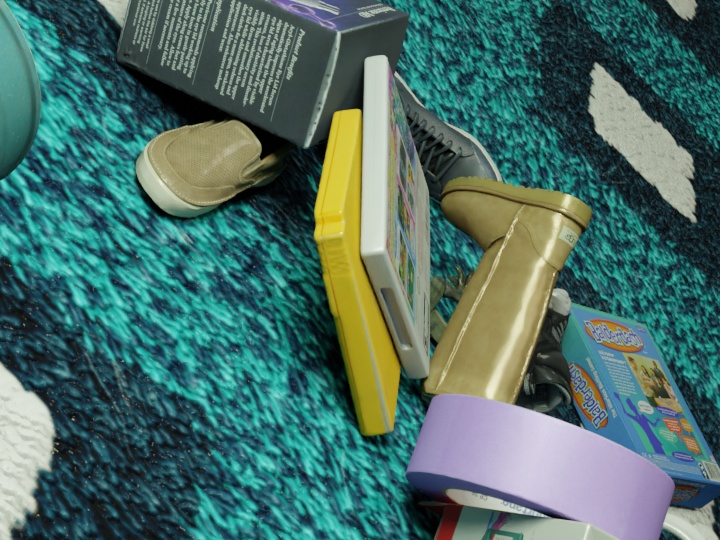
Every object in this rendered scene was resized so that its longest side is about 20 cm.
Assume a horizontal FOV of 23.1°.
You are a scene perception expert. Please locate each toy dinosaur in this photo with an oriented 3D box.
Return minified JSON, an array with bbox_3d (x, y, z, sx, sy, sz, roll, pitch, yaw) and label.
[{"bbox_3d":[0.056,0.016,1.574,0.200,0.047,0.088,43,42,-14],"label":"toy dinosaur"}]

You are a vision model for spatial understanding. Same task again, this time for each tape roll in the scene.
[{"bbox_3d":[0.137,0.163,1.349,0.199,0.199,0.066,30,73,-32],"label":"tape roll"}]

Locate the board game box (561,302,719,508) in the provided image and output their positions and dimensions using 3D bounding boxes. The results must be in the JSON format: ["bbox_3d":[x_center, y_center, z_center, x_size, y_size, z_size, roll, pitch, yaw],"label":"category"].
[{"bbox_3d":[0.268,0.133,1.735,0.151,0.045,0.201,16,43,-46],"label":"board game box"}]

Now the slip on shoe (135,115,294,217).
[{"bbox_3d":[-0.112,-0.096,1.451,0.076,0.061,0.199,54,28,10],"label":"slip on shoe"}]

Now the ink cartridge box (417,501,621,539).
[{"bbox_3d":[0.132,0.229,1.324,0.116,0.199,0.068,29,72,-32],"label":"ink cartridge box"}]

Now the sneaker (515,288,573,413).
[{"bbox_3d":[0.159,0.076,1.625,0.200,0.075,0.115,22,57,-73],"label":"sneaker"}]

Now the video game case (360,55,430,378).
[{"bbox_3d":[0.030,-0.043,1.455,0.183,0.023,0.202,69,19,-52],"label":"video game case"}]

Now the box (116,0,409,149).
[{"bbox_3d":[-0.081,-0.197,1.494,0.198,0.105,0.148,24,22,17],"label":"box"}]

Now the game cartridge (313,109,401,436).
[{"bbox_3d":[0.000,0.000,1.410,0.177,0.032,0.202,-81,160,-56],"label":"game cartridge"}]

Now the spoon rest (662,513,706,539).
[{"bbox_3d":[0.311,0.299,1.575,0.201,0.061,0.099,54,28,10],"label":"spoon rest"}]

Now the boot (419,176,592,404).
[{"bbox_3d":[0.097,0.022,1.510,0.066,0.174,0.202,34,74,-34],"label":"boot"}]

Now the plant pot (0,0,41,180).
[{"bbox_3d":[-0.314,-0.075,1.011,0.200,0.200,0.189,42,44,-13],"label":"plant pot"}]

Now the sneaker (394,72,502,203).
[{"bbox_3d":[0.042,-0.123,1.676,0.202,0.077,0.146,42,16,7],"label":"sneaker"}]
